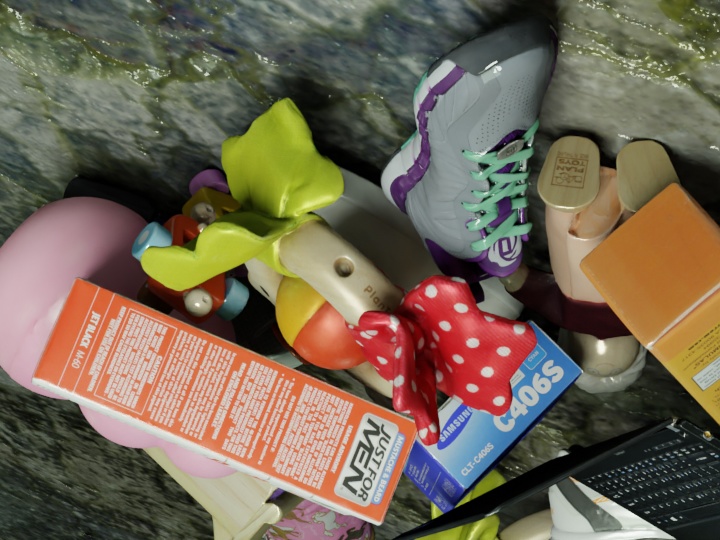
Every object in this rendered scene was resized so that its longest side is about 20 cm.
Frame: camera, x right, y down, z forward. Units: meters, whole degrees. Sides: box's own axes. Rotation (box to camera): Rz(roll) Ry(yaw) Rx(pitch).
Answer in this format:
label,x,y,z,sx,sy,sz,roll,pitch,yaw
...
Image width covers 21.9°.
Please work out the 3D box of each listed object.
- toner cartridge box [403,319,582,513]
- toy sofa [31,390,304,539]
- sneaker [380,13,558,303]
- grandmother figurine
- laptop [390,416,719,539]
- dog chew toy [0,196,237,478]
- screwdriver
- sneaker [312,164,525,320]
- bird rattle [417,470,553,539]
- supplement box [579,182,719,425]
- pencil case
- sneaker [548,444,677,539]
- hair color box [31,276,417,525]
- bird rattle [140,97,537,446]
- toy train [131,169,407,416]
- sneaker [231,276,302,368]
label,x,y,z,sx,sy,sz,roll,pitch,yaw
toner cartridge box,0.074,0.092,1.101,0.043,0.095,0.200,44,171,8
toy sofa,-0.124,0.103,1.293,0.200,0.098,0.083,42,-169,7
sneaker,0.068,-0.050,0.898,0.088,0.074,0.200,63,165,13
grandmother figurine,0.128,0.005,1.001,0.120,0.061,0.200,12,151,16
laptop,0.144,0.148,1.029,0.199,0.104,0.177,31,161,-8
dog chew toy,-0.132,0.048,1.122,0.200,0.125,0.125,39,153,3
screwdriver,-0.094,-0.018,1.170,0.199,0.028,0.029,17,124,6
sneaker,0.000,0.000,1.049,0.199,0.085,0.073,32,171,-16
bird rattle,0.126,0.240,1.322,0.162,0.113,0.201,-20,112,4
supplement box,0.186,0.035,0.946,0.200,0.069,0.067,38,-167,-52
pencil case,-0.048,0.172,1.423,0.083,0.086,0.200,43,165,31
sneaker,0.211,0.141,1.177,0.198,0.081,0.074,-6,176,16
hair color box,-0.077,0.072,1.017,0.199,0.064,0.111,25,172,-8
bird rattle,-0.003,0.012,0.961,0.199,0.113,0.163,33,167,7
toy train,-0.061,0.023,1.083,0.200,0.151,0.056,35,115,-28
sneaker,-0.123,0.026,1.224,0.199,0.071,0.080,19,162,11
